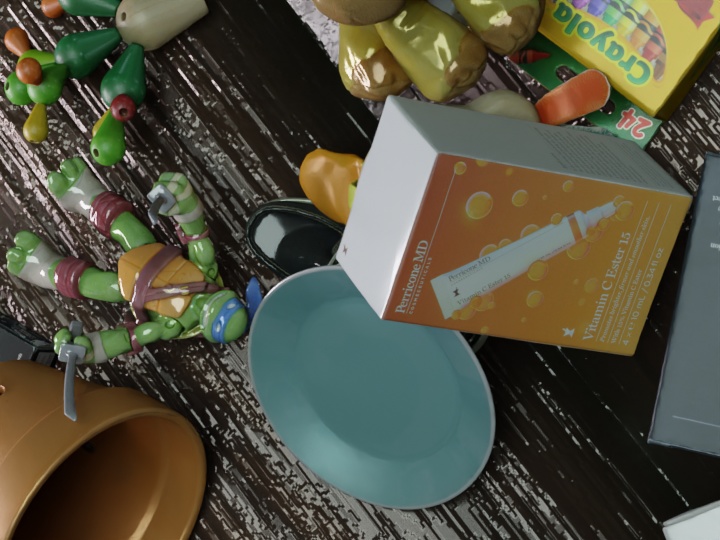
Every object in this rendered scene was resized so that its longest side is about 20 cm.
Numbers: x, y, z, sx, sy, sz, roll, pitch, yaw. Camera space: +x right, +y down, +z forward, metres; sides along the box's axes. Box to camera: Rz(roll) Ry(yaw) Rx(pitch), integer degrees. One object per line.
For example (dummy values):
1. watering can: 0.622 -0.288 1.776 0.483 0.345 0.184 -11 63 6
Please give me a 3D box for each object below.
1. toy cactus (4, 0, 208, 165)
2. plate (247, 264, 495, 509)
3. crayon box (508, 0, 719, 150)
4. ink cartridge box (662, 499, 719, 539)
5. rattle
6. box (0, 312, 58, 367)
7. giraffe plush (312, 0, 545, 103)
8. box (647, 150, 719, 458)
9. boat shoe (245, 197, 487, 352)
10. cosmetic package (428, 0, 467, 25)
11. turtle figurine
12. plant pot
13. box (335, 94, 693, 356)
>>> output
1. toy cactus: -0.196 -0.179 1.840 0.164 0.103 0.201 -26 53 -3
2. plate: 0.010 0.080 1.764 0.199 0.026 0.201 15 124 22
3. crayon box: 0.202 -0.196 1.729 0.127 0.051 0.201 37 101 15
4. ink cartridge box: 0.286 0.242 1.639 0.084 0.145 0.201 -24 82 16
5. rattle: 0.072 -0.085 1.759 0.200 0.143 0.130 -41 101 -7
6. box: -0.341 0.111 1.904 0.157 0.050 0.201 28 98 17
7. giraffe plush: 0.013 -0.216 1.648 0.172 0.162 0.201 -34 77 15
8. box: 0.292 0.033 1.663 0.147 0.107 0.202 12 92 18
9. boat shoe: 0.000 0.000 1.785 0.199 0.068 0.072 27 99 19
10. cosmetic package: 0.072 -0.286 1.761 0.112 0.081 0.201 31 97 17
11. turtle figurine: -0.182 -0.010 1.787 0.193 0.199 0.145 27 119 38
12. plant pot: -0.231 0.157 1.802 0.140 0.200 0.201 31 99 33
13. box: 0.103 -0.029 1.663 0.098 0.199 0.125 53 130 57
